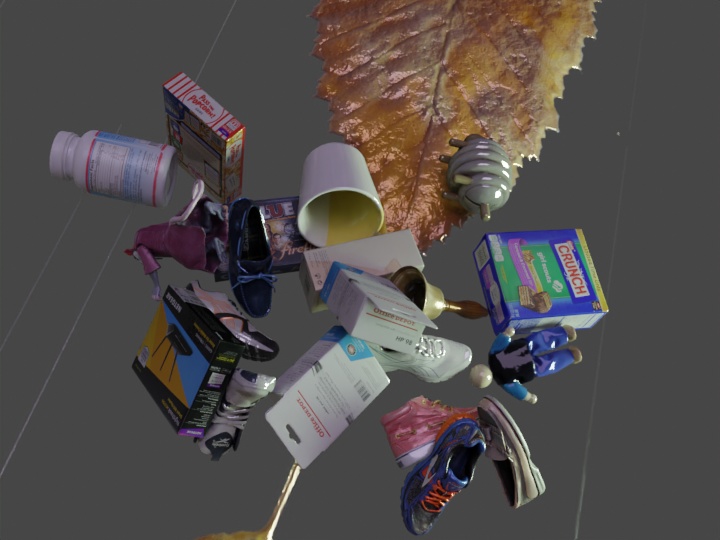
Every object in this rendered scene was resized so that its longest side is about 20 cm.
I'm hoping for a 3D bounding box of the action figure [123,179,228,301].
[{"bbox_3d":[-0.316,-0.046,1.281,0.197,0.150,0.135,-5,49,23],"label":"action figure"}]

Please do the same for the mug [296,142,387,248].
[{"bbox_3d":[-0.039,-0.130,1.373,0.147,0.188,0.155,-10,50,3],"label":"mug"}]

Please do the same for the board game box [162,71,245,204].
[{"bbox_3d":[-0.270,-0.220,1.347,0.151,0.201,0.046,42,63,11],"label":"board game box"}]

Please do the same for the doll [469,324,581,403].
[{"bbox_3d":[0.280,0.160,1.339,0.197,0.048,0.138,-15,92,-13],"label":"doll"}]

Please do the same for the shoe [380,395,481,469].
[{"bbox_3d":[0.132,0.237,1.264,0.198,0.072,0.092,-23,75,-15],"label":"shoe"}]

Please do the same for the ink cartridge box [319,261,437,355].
[{"bbox_3d":[0.024,0.063,1.202,0.115,0.200,0.067,20,102,-26],"label":"ink cartridge box"}]

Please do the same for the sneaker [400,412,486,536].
[{"bbox_3d":[0.125,0.314,1.183,0.075,0.078,0.202,25,95,-20],"label":"sneaker"}]

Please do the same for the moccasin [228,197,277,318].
[{"bbox_3d":[-0.182,-0.016,1.284,0.080,0.068,0.203,-18,105,-27],"label":"moccasin"}]

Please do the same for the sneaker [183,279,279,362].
[{"bbox_3d":[-0.217,0.080,1.279,0.198,0.074,0.081,27,60,3],"label":"sneaker"}]

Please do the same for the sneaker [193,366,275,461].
[{"bbox_3d":[-0.191,0.217,1.156,0.079,0.198,0.131,20,70,-30],"label":"sneaker"}]

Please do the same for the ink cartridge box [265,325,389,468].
[{"bbox_3d":[-0.063,0.194,1.218,0.200,0.066,0.117,-42,110,-25],"label":"ink cartridge box"}]

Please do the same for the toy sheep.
[{"bbox_3d":[0.219,-0.174,1.456,0.136,0.138,0.202,6,59,-7],"label":"toy sheep"}]

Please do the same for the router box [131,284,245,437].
[{"bbox_3d":[-0.260,0.130,1.160,0.051,0.199,0.151,19,99,-40],"label":"router box"}]

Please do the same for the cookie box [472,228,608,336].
[{"bbox_3d":[0.321,0.019,1.401,0.197,0.075,0.173,-3,64,-18],"label":"cookie box"}]

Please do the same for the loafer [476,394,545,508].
[{"bbox_3d":[0.225,0.288,1.216,0.063,0.072,0.201,-36,112,-15],"label":"loafer"}]

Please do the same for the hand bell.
[{"bbox_3d":[0.147,0.061,1.335,0.198,0.104,0.105,13,57,-38],"label":"hand bell"}]

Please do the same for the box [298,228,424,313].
[{"bbox_3d":[0.000,0.000,1.348,0.197,0.095,0.079,-13,65,-15],"label":"box"}]

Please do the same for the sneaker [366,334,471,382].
[{"bbox_3d":[0.094,0.137,1.300,0.197,0.087,0.075,4,63,-10],"label":"sneaker"}]

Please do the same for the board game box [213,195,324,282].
[{"bbox_3d":[-0.168,-0.059,1.379,0.197,0.035,0.137,-8,65,-14],"label":"board game box"}]

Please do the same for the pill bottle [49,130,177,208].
[{"bbox_3d":[-0.424,-0.180,1.350,0.197,0.109,0.110,12,62,-4],"label":"pill bottle"}]
